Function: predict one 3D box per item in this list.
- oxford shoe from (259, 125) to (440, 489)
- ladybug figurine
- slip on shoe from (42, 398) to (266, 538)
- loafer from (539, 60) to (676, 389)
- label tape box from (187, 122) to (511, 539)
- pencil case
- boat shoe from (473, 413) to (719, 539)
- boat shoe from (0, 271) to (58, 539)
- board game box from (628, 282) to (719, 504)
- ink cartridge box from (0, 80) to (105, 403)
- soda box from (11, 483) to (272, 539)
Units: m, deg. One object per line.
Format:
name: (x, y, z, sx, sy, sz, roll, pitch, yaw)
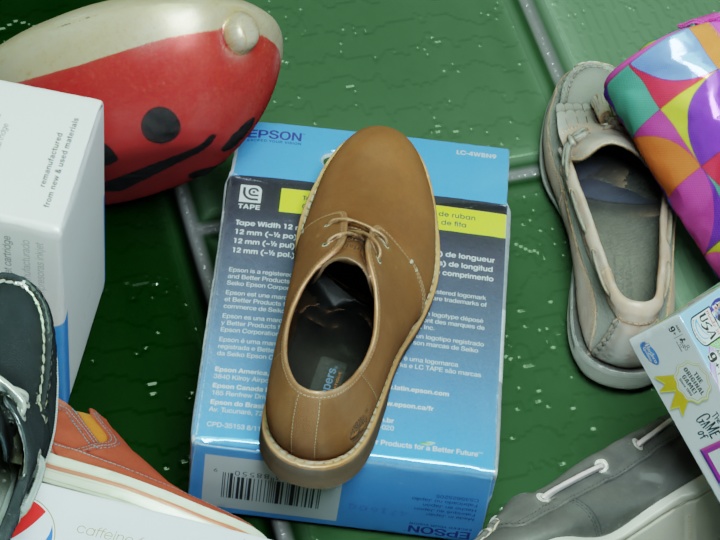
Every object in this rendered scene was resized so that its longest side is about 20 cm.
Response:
oxford shoe: (0.000, 0.000, 1.079, 0.071, 0.072, 0.201, 9, 50, 3)
ladybug figurine: (-0.114, -0.080, 1.150, 0.135, 0.199, 0.073, 4, 74, -37)
slip on shoe: (-0.124, 0.094, 1.077, 0.199, 0.074, 0.061, 22, 51, 17)
loafer: (0.134, -0.037, 1.203, 0.071, 0.063, 0.201, 2, 53, -5)
label tape box: (-0.003, 0.026, 1.143, 0.142, 0.066, 0.201, 6, 50, -1)
pencil case: (0.205, -0.035, 1.166, 0.088, 0.088, 0.201, -29, 79, -25)
boat shoe: (0.101, 0.121, 1.086, 0.199, 0.067, 0.057, -21, 42, -26)
boat shoe: (-0.164, 0.078, 0.983, 0.075, 0.060, 0.201, 18, 55, -14)
board game box: (0.217, 0.089, 1.056, 0.134, 0.034, 0.201, -28, 88, -44)
ink cartridge box: (-0.225, -0.025, 1.107, 0.198, 0.146, 0.085, 11, 54, 3)
soda box: (-0.121, 0.141, 1.023, 0.199, 0.068, 0.064, 13, 52, 15)
